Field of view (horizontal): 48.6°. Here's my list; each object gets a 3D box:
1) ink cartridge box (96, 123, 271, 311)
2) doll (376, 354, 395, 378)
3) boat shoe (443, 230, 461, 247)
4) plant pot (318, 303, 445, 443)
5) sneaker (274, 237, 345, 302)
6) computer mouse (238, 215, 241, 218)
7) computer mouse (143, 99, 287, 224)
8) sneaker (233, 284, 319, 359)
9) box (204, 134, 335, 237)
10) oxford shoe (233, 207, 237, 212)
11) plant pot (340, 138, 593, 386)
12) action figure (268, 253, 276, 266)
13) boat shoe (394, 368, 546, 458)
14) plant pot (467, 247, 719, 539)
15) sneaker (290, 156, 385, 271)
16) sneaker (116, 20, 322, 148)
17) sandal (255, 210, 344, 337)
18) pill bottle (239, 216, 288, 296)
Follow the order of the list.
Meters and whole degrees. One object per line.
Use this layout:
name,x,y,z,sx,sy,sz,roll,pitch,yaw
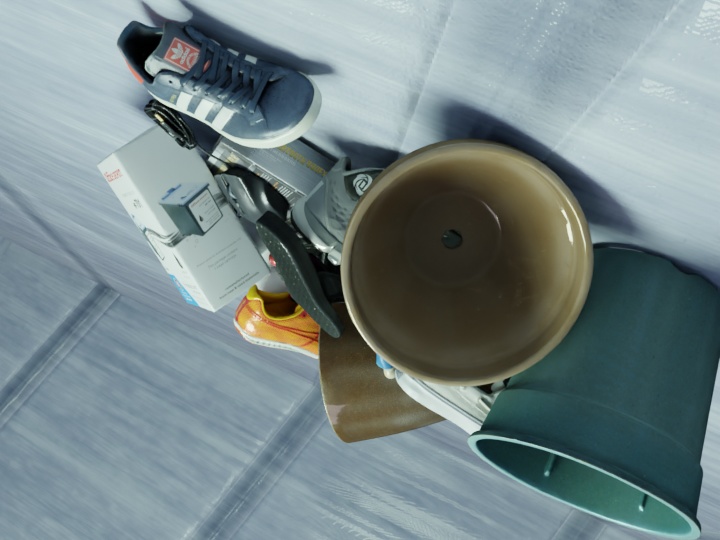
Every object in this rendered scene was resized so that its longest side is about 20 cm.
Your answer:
ink cartridge box,-0.203,-0.062,0.909,0.201,0.086,0.146,58,161,-15
doll,0.082,0.076,0.830,0.200,0.136,0.049,39,-161,-16
boat shoe,0.118,0.008,0.854,0.201,0.061,0.072,38,162,-36
plant pot,0.074,0.105,0.946,0.198,0.188,0.187,-6,154,18
sneaker,0.000,0.000,0.921,0.198,0.075,0.079,4,-178,-7
computer mouse,-0.126,-0.023,1.228,0.199,0.046,0.140,34,160,-7
computer mouse,-0.145,-0.100,0.805,0.058,0.034,0.200,13,159,48
sneaker,-0.063,0.066,1.028,0.199,0.077,0.073,12,-148,-36
box,-0.095,-0.097,0.889,0.158,0.049,0.200,32,165,-14
oxford shoe,-0.186,-0.066,1.078,0.072,0.085,0.201,10,145,24
plant pot,0.082,-0.013,0.664,0.200,0.202,0.093,29,-165,-11
action figure,-0.045,0.000,0.998,0.052,0.066,0.199,31,-171,33
boat shoe,0.134,0.125,0.790,0.199,0.070,0.071,31,-155,-7
plant pot,0.222,0.101,0.704,0.199,0.197,0.200,23,160,9
sneaker,0.038,-0.030,0.741,0.200,0.116,0.075,41,-167,3
sneaker,-0.126,-0.162,0.665,0.199,0.075,0.084,19,168,29
sandal,-0.046,0.006,0.807,0.075,0.048,0.201,39,163,30
pill bottle,-0.086,-0.001,1.083,0.112,0.113,0.200,15,162,38
